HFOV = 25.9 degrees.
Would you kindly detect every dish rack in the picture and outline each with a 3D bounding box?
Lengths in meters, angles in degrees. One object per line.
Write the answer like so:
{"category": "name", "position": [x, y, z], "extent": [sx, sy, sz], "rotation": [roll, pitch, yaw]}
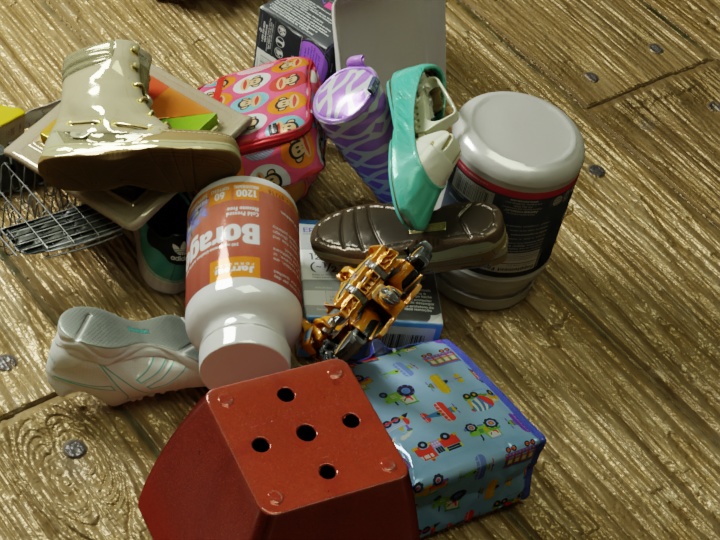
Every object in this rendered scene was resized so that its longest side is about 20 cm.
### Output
{"category": "dish rack", "position": [-0.325, -0.069, 1.602], "extent": [0.152, 0.055, 0.200], "rotation": [-21, 44, -29]}

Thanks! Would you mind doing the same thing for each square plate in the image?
{"category": "square plate", "position": [0.031, -0.256, 1.806], "extent": [0.028, 0.202, 0.198], "rotation": [22, 42, 34]}

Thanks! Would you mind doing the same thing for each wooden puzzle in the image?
{"category": "wooden puzzle", "position": [-0.239, -0.142, 1.602], "extent": [0.199, 0.037, 0.185], "rotation": [27, 57, 26]}

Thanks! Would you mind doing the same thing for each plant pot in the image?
{"category": "plant pot", "position": [-0.059, 0.192, 1.339], "extent": [0.198, 0.177, 0.201], "rotation": [-12, 49, -25]}

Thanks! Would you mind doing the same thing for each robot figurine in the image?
{"category": "robot figurine", "position": [-0.001, 0.031, 1.436], "extent": [0.058, 0.200, 0.145], "rotation": [40, 75, -4]}

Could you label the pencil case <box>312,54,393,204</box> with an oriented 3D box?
{"category": "pencil case", "position": [0.024, -0.138, 1.681], "extent": [0.083, 0.200, 0.086], "rotation": [-4, 54, 30]}

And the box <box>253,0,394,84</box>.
{"category": "box", "position": [-0.023, -0.277, 1.860], "extent": [0.106, 0.123, 0.199], "rotation": [35, 47, 23]}

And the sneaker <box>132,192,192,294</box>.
{"category": "sneaker", "position": [-0.212, -0.074, 1.632], "extent": [0.071, 0.080, 0.201], "rotation": [-4, 48, -30]}

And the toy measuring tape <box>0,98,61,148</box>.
{"category": "toy measuring tape", "position": [-0.392, -0.171, 1.699], "extent": [0.073, 0.074, 0.200], "rotation": [36, 48, 21]}

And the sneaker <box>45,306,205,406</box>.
{"category": "sneaker", "position": [-0.206, 0.088, 1.490], "extent": [0.199, 0.081, 0.071], "rotation": [10, 32, -32]}

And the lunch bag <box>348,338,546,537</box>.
{"category": "lunch bag", "position": [0.055, 0.138, 1.483], "extent": [0.149, 0.095, 0.201], "rotation": [-15, 50, -24]}

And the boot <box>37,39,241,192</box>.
{"category": "boot", "position": [-0.210, -0.155, 1.546], "extent": [0.198, 0.073, 0.157], "rotation": [-2, 55, 9]}

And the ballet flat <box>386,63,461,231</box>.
{"category": "ballet flat", "position": [0.064, -0.132, 1.550], "extent": [0.067, 0.070, 0.202], "rotation": [40, 35, -40]}

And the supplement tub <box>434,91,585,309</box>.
{"category": "supplement tub", "position": [0.145, -0.072, 1.640], "extent": [0.139, 0.201, 0.141], "rotation": [7, 44, -7]}

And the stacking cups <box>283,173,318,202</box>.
{"category": "stacking cups", "position": [-0.100, -0.065, 1.674], "extent": [0.060, 0.061, 0.200], "rotation": [27, 44, 14]}

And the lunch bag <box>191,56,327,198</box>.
{"category": "lunch bag", "position": [-0.124, -0.150, 1.702], "extent": [0.174, 0.083, 0.201], "rotation": [-14, 30, 9]}

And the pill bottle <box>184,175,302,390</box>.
{"category": "pill bottle", "position": [-0.110, 0.017, 1.483], "extent": [0.111, 0.113, 0.201], "rotation": [4, 48, -10]}

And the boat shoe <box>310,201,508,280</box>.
{"category": "boat shoe", "position": [0.050, -0.019, 1.567], "extent": [0.198, 0.076, 0.072], "rotation": [0, 52, 17]}

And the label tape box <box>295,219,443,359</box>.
{"category": "label tape box", "position": [0.000, 0.000, 1.629], "extent": [0.142, 0.066, 0.201], "rotation": [3, 46, -11]}
